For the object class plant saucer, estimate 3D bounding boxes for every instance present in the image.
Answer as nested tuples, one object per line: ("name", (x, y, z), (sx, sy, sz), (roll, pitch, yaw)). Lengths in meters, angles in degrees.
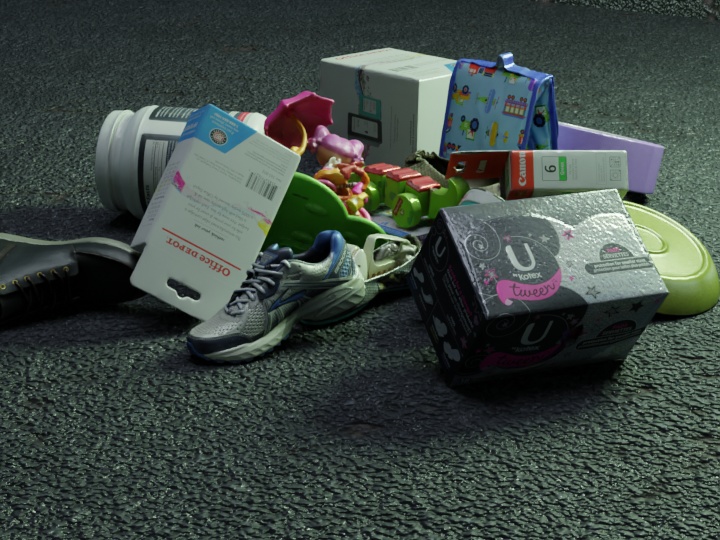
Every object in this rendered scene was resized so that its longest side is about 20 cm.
("plant saucer", (0.301, -0.024, 1.713), (0.198, 0.031, 0.201), (15, 30, -9))

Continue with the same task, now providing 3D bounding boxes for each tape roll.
("tape roll", (0.297, -0.154, 2.089), (0.198, 0.066, 0.200), (12, 7, -2))

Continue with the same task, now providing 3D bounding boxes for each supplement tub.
("supplement tub", (-0.209, -0.127, 1.932), (0.197, 0.142, 0.140), (5, 18, 12))

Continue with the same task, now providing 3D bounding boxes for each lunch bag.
("lunch bag", (0.172, -0.173, 1.997), (0.093, 0.203, 0.150), (-14, 24, -38))

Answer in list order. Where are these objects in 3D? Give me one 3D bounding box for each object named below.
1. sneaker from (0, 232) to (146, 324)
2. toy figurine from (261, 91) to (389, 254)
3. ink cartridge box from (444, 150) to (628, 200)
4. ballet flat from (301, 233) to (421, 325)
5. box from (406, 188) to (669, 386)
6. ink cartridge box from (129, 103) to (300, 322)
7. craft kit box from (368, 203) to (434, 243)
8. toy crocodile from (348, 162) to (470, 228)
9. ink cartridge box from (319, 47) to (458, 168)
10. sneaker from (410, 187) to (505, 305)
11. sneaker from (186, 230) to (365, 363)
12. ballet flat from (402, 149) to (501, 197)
("sneaker", (-0.314, 0.021, 1.616), (0.197, 0.076, 0.107), (4, 31, 6))
("toy figurine", (-0.049, -0.118, 1.807), (0.198, 0.151, 0.186), (18, 50, -9))
("ink cartridge box", (0.198, -0.099, 1.803), (0.197, 0.051, 0.109), (-1, -13, -1))
("ballet flat", (0.000, 0.000, 1.674), (0.071, 0.073, 0.199), (15, 23, 37))
("box", (0.165, 0.014, 1.486), (0.198, 0.115, 0.133), (-7, 56, -23))
("ink cartridge box", (-0.157, -0.052, 1.623), (0.114, 0.202, 0.068), (28, -13, -20))
("craft kit box", (0.059, -0.060, 1.902), (0.196, 0.049, 0.199), (-18, 26, -38))
("toy crocodile", (0.046, -0.094, 1.839), (0.067, 0.063, 0.199), (-13, 22, -37))
("ink cartridge box", (0.059, -0.222, 2.227), (0.146, 0.148, 0.199), (-16, 25, -41))
("sneaker", (0.101, 0.004, 1.650), (0.083, 0.121, 0.200), (30, -18, 7))
("sneaker", (-0.090, 0.019, 1.546), (0.199, 0.086, 0.077), (-28, 30, -28))
("ballet flat", (0.129, -0.112, 1.923), (0.199, 0.047, 0.067), (18, 25, 42))
